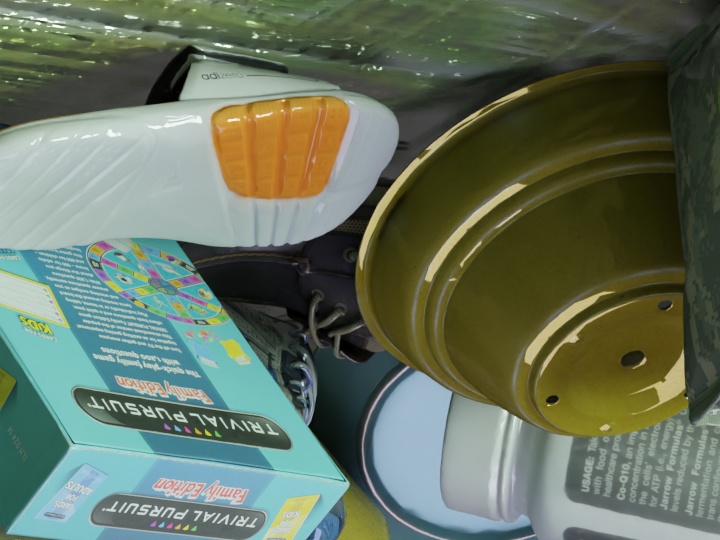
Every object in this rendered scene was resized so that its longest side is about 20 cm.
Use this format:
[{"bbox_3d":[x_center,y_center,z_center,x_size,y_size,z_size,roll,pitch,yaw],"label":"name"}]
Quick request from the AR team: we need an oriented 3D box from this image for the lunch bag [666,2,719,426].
[{"bbox_3d":[0.195,-0.042,1.127,0.117,0.164,0.200,2,162,-11],"label":"lunch bag"}]

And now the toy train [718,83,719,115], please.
[{"bbox_3d":[0.170,-0.060,1.005,0.085,0.200,0.116,9,161,-44],"label":"toy train"}]

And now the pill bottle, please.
[{"bbox_3d":[0.145,0.087,1.409,0.200,0.113,0.113,12,167,14],"label":"pill bottle"}]

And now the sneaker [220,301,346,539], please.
[{"bbox_3d":[-0.049,0.055,1.359,0.085,0.200,0.077,-8,127,-31],"label":"sneaker"}]

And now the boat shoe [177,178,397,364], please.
[{"bbox_3d":[0.000,0.000,1.334,0.199,0.073,0.075,-7,163,-2],"label":"boat shoe"}]

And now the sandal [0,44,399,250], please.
[{"bbox_3d":[-0.074,-0.054,1.149,0.206,0.059,0.079,-2,136,-40],"label":"sandal"}]

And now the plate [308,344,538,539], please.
[{"bbox_3d":[0.065,0.080,1.510,0.200,0.026,0.201,-2,125,-3],"label":"plate"}]

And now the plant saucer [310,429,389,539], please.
[{"bbox_3d":[-0.064,0.107,1.533,0.048,0.200,0.200,-38,176,-23],"label":"plant saucer"}]

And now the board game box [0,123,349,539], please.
[{"bbox_3d":[-0.114,0.021,1.147,0.151,0.200,0.047,13,123,-49],"label":"board game box"}]

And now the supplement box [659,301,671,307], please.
[{"bbox_3d":[0.090,0.068,1.597,0.200,0.074,0.126,-8,163,0],"label":"supplement box"}]

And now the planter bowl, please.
[{"bbox_3d":[0.104,0.011,1.270,0.200,0.084,0.201,-12,139,-11],"label":"planter bowl"}]
